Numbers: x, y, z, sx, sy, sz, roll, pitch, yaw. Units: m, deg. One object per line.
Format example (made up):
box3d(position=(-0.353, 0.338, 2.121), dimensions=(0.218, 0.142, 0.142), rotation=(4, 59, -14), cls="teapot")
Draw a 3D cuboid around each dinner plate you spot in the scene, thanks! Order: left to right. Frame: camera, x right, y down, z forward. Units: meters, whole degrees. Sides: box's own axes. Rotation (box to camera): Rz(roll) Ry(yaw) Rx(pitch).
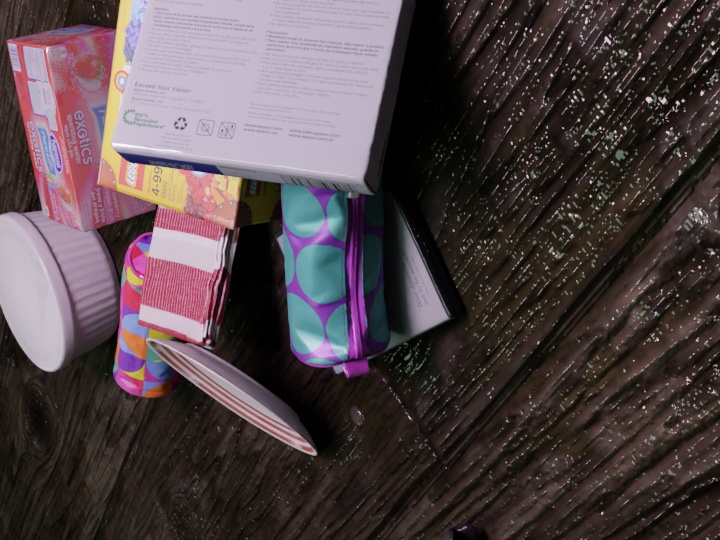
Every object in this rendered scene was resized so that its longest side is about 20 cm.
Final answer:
box3d(position=(-0.120, 0.116, 1.182), dimensions=(0.200, 0.024, 0.200), rotation=(31, 167, 8), cls="dinner plate")

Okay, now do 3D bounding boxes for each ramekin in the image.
box3d(position=(-0.374, 0.017, 1.505), dimensions=(0.202, 0.094, 0.203), rotation=(30, 130, 44), cls="ramekin")

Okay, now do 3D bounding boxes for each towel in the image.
box3d(position=(-0.164, -0.035, 1.173), dimensions=(0.144, 0.023, 0.201), rotation=(12, 91, 52), cls="towel")

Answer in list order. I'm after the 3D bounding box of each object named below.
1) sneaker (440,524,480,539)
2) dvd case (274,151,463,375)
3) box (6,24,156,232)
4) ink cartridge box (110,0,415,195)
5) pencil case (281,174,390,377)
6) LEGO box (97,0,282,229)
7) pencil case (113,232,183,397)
box3d(position=(0.123, 0.275, 0.964), dimensions=(0.200, 0.076, 0.091), rotation=(28, 120, 41), cls="sneaker")
box3d(position=(0.000, 0.000, 1.035), dimensions=(0.200, 0.017, 0.143), rotation=(-32, 81, 56), cls="dvd case")
box3d(position=(-0.296, -0.155, 1.303), dimensions=(0.102, 0.094, 0.201), rotation=(18, 122, 50), cls="box")
box3d(position=(-0.064, -0.164, 0.882), dimensions=(0.195, 0.043, 0.201), rotation=(9, 77, 16), cls="ink cartridge box")
box3d(position=(-0.019, -0.024, 0.957), dimensions=(0.092, 0.085, 0.201), rotation=(-138, 41, -55), cls="pencil case")
box3d(position=(-0.125, -0.152, 0.997), dimensions=(0.148, 0.077, 0.201), rotation=(18, 107, 27), cls="LEGO box")
box3d(position=(-0.221, 0.048, 1.321), dimensions=(0.088, 0.088, 0.201), rotation=(48, 139, 29), cls="pencil case")
